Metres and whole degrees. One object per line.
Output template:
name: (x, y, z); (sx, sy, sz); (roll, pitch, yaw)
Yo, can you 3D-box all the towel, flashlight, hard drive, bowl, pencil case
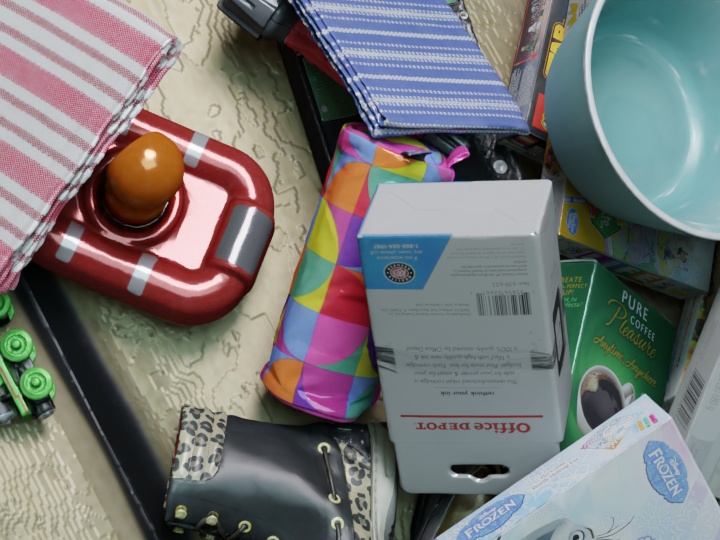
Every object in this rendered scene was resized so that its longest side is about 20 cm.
towel: (-0.220, -0.097, 1.451); (0.146, 0.030, 0.200); (32, 82, 31)
flashlight: (-0.008, -0.139, 1.544); (0.200, 0.068, 0.068); (37, 64, -1)
towel: (0.016, -0.164, 1.528); (0.144, 0.024, 0.201); (-3, 51, -42)
hard drive: (0.025, -0.124, 1.602); (0.139, 0.038, 0.201); (-15, 78, -18)
bowl: (0.203, -0.110, 1.505); (0.200, 0.105, 0.202); (7, 77, -29)
pencil case: (0.000, 0.000, 1.492); (0.088, 0.088, 0.201); (19, 101, -7)

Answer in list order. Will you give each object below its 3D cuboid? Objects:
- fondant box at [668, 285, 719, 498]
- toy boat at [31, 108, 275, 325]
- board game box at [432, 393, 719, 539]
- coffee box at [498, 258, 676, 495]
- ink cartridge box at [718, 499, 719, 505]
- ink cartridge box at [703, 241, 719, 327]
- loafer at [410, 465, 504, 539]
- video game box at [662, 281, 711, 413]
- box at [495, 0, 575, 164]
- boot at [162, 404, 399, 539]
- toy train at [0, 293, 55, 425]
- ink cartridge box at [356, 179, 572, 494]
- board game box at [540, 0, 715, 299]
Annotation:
fondant box: (0.316, 0.096, 1.502); (0.199, 0.058, 0.145); (17, 105, -10)
toy boat: (-0.150, -0.055, 1.488); (0.199, 0.131, 0.131); (23, 69, -5)
board game box: (0.151, 0.214, 1.445); (0.198, 0.043, 0.201); (-33, 118, -4)
coffee box: (0.154, 0.107, 1.527); (0.123, 0.044, 0.201); (33, 63, -46)
ink cartridge box: (0.291, 0.224, 1.551); (0.108, 0.050, 0.201); (20, 69, -7)
ink cartridge box: (0.338, -0.034, 1.583); (0.164, 0.075, 0.201); (15, 69, -9)
loafer: (0.056, 0.215, 1.485); (0.072, 0.072, 0.201); (12, 70, -9)
video game box: (0.330, 0.048, 1.620); (0.199, 0.047, 0.183); (20, 67, -7)
box: (0.181, -0.159, 1.630); (0.136, 0.040, 0.201); (23, 68, -25)
boot: (-0.057, 0.186, 1.468); (0.153, 0.074, 0.205); (10, 65, -8)
toy train: (-0.265, 0.016, 1.489); (0.056, 0.042, 0.201); (-27, 81, -10)
ink cartridge box: (0.071, 0.044, 1.431); (0.115, 0.201, 0.067); (0, 33, 13)
board game box: (0.197, -0.096, 1.581); (0.134, 0.034, 0.201); (19, 71, -27)
